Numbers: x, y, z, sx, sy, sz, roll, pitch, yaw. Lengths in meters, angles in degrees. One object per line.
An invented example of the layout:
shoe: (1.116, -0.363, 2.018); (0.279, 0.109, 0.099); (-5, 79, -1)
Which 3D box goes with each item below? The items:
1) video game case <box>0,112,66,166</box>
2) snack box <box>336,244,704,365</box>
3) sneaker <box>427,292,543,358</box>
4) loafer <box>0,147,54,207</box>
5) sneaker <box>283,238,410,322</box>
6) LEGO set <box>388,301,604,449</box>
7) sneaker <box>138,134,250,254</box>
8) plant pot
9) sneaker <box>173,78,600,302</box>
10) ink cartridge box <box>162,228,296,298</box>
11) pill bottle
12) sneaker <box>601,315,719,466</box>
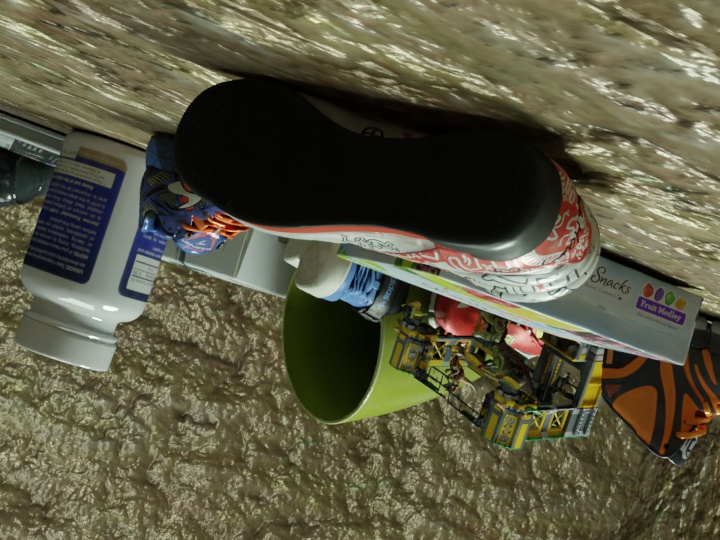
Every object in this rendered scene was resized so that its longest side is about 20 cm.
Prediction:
video game case: (-0.353, -0.138, 1.230); (0.181, 0.024, 0.200); (20, 176, -18)
snack box: (0.103, 0.004, 0.774); (0.199, 0.053, 0.142); (20, 178, -25)
sneaker: (0.150, 0.044, 1.169); (0.199, 0.078, 0.085); (12, 170, -42)
loafer: (-0.394, -0.114, 1.370); (0.070, 0.069, 0.201); (5, -168, -10)
sneaker: (0.001, -0.001, 1.013); (0.111, 0.077, 0.200); (25, 180, -12)
LEGO set: (0.127, 0.060, 1.011); (0.153, 0.117, 0.200); (7, -162, -31)
sneaker: (-0.101, -0.047, 0.845); (0.075, 0.079, 0.199); (20, 177, -34)
plant pot: (0.049, 0.065, 1.234); (0.199, 0.189, 0.187); (3, -174, -34)
sneaker: (0.013, -0.033, 0.546); (0.200, 0.068, 0.108); (13, 172, 32)
ink cartridge box: (-0.159, -0.036, 1.298); (0.199, 0.084, 0.146); (15, 176, 33)
pill bottle: (-0.246, -0.016, 1.087); (0.119, 0.202, 0.120); (18, 176, 1)
sneaker: (0.277, 0.101, 0.882); (0.199, 0.113, 0.077); (17, 177, 24)
